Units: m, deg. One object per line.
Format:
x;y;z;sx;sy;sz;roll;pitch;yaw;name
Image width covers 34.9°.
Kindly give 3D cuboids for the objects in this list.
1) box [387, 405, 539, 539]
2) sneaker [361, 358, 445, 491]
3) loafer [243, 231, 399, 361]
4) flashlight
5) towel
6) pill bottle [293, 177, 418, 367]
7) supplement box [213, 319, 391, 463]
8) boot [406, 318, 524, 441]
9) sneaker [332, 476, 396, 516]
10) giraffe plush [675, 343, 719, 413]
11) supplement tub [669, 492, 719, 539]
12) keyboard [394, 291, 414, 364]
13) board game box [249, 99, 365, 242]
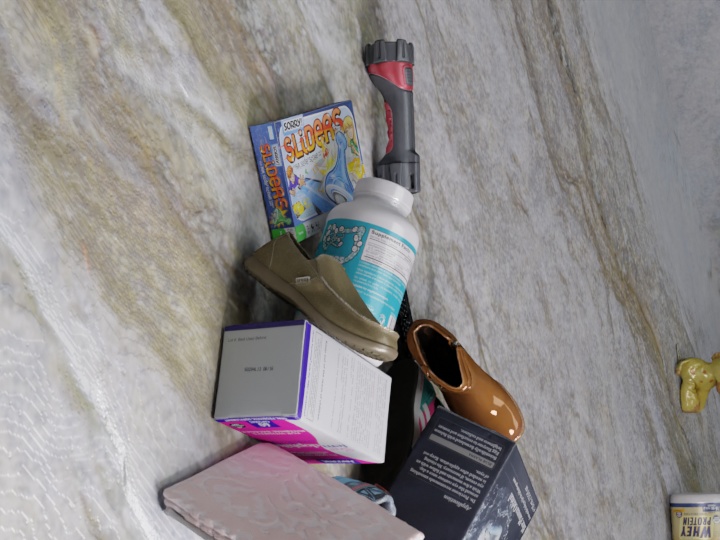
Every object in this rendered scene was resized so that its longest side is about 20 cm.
0.113;0.308;1.392;0.201;0.117;0.197;-57;149;-19;box
0.066;0.227;1.462;0.121;0.083;0.201;49;41;-35;sneaker
-0.035;0.022;1.176;0.068;0.199;0.076;-55;157;-3;loafer
0.041;-0.202;1.522;0.068;0.067;0.202;171;-82;-83;flashlight
-0.062;0.240;1.094;0.191;0.199;0.032;-16;129;-60;towel
0.000;0.000;1.289;0.111;0.110;0.202;41;61;-53;pill bottle
-0.056;0.134;1.214;0.200;0.100;0.104;36;53;-55;supplement box
0.133;0.139;1.434;0.201;0.076;0.155;53;-1;7;boot
-0.023;0.300;1.160;0.079;0.095;0.201;52;48;-43;sneaker
0.947;0.283;3.080;0.173;0.161;0.201;-53;131;-53;giraffe plush
0.836;0.648;2.809;0.144;0.143;0.202;16;70;-61;supplement tub
0.052;0.032;1.514;0.104;0.039;0.202;-38;117;-60;keyboard
-0.054;-0.119;1.341;0.200;0.034;0.137;-32;113;-61;board game box
